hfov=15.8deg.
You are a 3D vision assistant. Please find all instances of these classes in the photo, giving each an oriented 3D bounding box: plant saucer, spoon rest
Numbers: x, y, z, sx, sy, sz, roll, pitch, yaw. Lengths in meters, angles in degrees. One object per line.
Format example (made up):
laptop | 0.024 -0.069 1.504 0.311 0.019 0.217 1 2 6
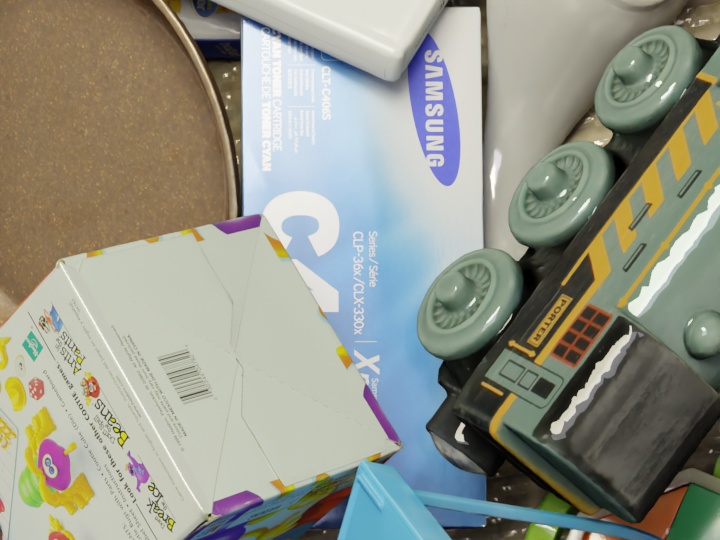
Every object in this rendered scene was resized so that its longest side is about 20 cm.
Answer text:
plant saucer | -0.119 -0.040 1.027 0.200 0.037 0.201 10 108 34
spoon rest | 0.082 -0.083 1.009 0.061 0.099 0.201 4 81 58

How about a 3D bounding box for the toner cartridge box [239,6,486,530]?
toner cartridge box | 0.000 0.000 1.004 0.095 0.043 0.201 -1 85 -3

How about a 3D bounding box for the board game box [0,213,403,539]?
board game box | -0.097 0.083 0.949 0.200 0.103 0.105 -43 71 39

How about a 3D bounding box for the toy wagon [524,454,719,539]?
toy wagon | 0.130 0.135 0.971 0.155 0.040 0.201 22 85 15

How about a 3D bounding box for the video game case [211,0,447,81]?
video game case | -0.033 -0.183 1.023 0.200 0.024 0.182 26 60 10

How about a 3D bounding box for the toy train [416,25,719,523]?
toy train | 0.105 -0.003 0.919 0.200 0.085 0.114 -52 32 -6

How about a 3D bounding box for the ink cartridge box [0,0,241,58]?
ink cartridge box | -0.104 -0.148 1.078 0.199 0.042 0.120 1 79 14

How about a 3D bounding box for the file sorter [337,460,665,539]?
file sorter | 0.047 0.189 0.871 0.122 0.139 0.201 10 105 -21
